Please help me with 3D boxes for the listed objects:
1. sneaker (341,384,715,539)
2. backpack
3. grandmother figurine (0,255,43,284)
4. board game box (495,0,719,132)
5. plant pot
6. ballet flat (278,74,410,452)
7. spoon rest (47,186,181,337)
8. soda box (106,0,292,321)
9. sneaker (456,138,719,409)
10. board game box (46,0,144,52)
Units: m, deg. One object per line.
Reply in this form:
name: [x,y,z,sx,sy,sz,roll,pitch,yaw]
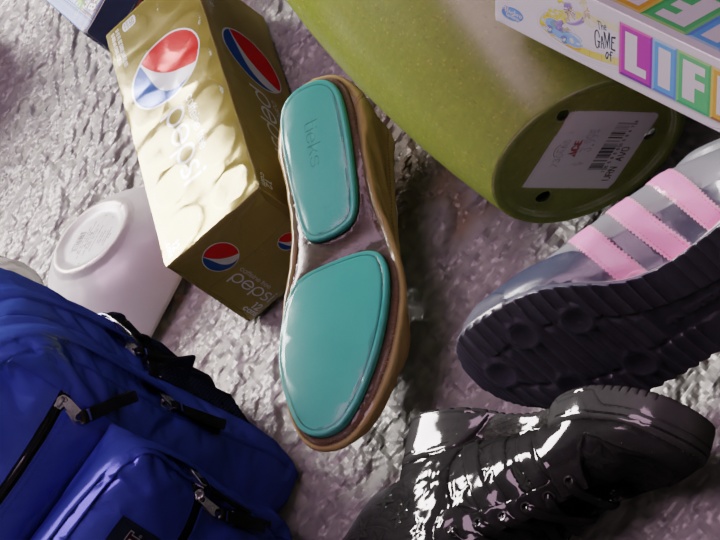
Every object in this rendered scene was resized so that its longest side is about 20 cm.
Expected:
sneaker: [0.059,0.110,1.027,0.200,0.060,0.104,-10,55,49]
backpack: [-0.140,0.094,1.132,0.163,0.200,0.168,-56,38,-3]
grandmother figurine: [-0.260,0.039,1.422,0.200,0.061,0.122,-21,76,32]
board game box: [0.171,-0.103,0.982,0.134,0.034,0.200,-32,46,-32]
plant pot: [0.064,-0.126,1.119,0.187,0.187,0.200,-40,54,19]
ballet flat: [0.000,0.000,1.168,0.069,0.063,0.200,-18,57,27]
spoon rest: [-0.146,0.035,1.311,0.099,0.061,0.200,-6,45,43]
soda box: [-0.074,-0.071,1.295,0.068,0.064,0.200,-40,41,18]
sneaker: [0.129,-0.008,1.011,0.200,0.070,0.082,-25,30,32]
board game box: [-0.147,-0.226,1.489,0.200,0.062,0.200,19,77,50]
